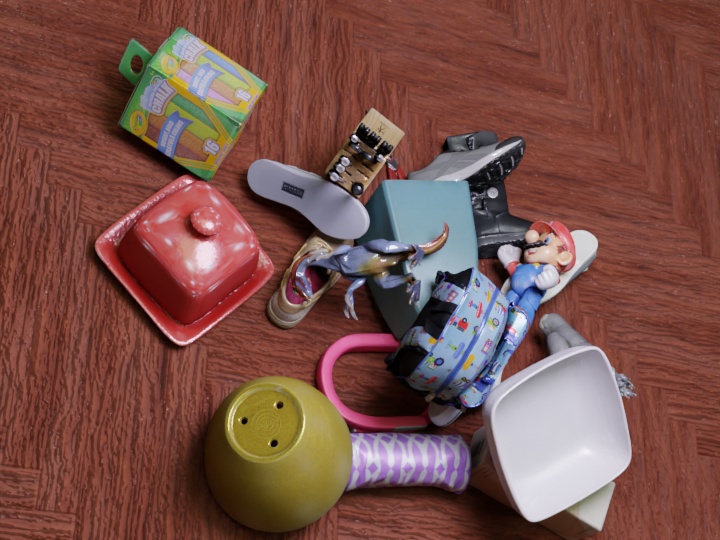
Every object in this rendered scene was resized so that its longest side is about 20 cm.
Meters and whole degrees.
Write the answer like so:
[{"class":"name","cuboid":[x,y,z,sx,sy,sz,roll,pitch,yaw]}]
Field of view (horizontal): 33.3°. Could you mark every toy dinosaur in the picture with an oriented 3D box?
[{"class":"toy dinosaur","cuboid":[0.000,0.000,1.650,0.199,0.180,0.106,-32,125,-51]}]

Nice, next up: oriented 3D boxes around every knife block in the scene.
[{"class":"knife block","cuboid":[-0.014,-0.140,1.727,0.064,0.200,0.176,37,50,-2]}]

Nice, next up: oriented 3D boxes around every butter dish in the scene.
[{"class":"butter dish","cuboid":[-0.224,-0.039,1.636,0.200,0.148,0.200,48,58,4]}]

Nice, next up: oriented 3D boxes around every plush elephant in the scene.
[{"class":"plush elephant","cuboid":[0.295,0.186,1.749,0.154,0.200,0.165,-37,108,-4]}]

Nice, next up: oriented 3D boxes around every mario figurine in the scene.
[{"class":"mario figurine","cuboid":[0.244,-0.004,1.779,0.122,0.107,0.201,22,56,21]}]

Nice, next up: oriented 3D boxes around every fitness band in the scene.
[{"class":"fitness band","cuboid":[0.032,0.161,1.717,0.197,0.037,0.145,3,63,-22]}]

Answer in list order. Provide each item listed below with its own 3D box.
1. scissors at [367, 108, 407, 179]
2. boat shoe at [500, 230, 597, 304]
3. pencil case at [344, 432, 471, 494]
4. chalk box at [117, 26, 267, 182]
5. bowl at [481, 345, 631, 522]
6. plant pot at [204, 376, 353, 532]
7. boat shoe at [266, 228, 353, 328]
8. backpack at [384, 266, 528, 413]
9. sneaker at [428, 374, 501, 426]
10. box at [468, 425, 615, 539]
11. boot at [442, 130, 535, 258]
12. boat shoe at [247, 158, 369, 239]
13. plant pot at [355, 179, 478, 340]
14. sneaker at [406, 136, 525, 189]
[{"class":"scissors","cuboid":[0.055,-0.165,1.890,0.072,0.014,0.202,-1,66,-21]},{"class":"boat shoe","cuboid":[0.292,0.014,1.870,0.199,0.062,0.073,-36,61,-25]},{"class":"pencil case","cuboid":[0.054,0.267,1.651,0.197,0.084,0.087,3,101,-19]},{"class":"chalk box","cuboid":[-0.257,-0.249,1.717,0.199,0.125,0.124,31,40,-6]},{"class":"bowl","cuboid":[0.253,0.210,1.615,0.198,0.074,0.202,-25,109,-20]},{"class":"plant pot","cuboid":[-0.113,0.215,1.529,0.197,0.142,0.203,-2,65,4]},{"class":"boat shoe","cuboid":[-0.061,-0.005,1.733,0.073,0.069,0.201,34,59,-4]},{"class":"backpack","cuboid":[0.131,0.089,1.562,0.134,0.200,0.184,33,83,-2]},{"class":"sneaker","cuboid":[0.165,0.164,1.730,0.071,0.073,0.200,52,46,-13]},{"class":"box","cuboid":[0.249,0.298,1.708,0.198,0.095,0.078,30,61,-6]},{"class":"boot","cuboid":[0.224,-0.124,1.914,0.163,0.066,0.202,-1,63,-25]},{"class":"boat shoe","cuboid":[-0.068,-0.110,1.754,0.199,0.074,0.065,32,17,13]},{"class":"plant pot","cuboid":[0.088,-0.008,1.750,0.139,0.141,0.202,-1,66,-22]},{"class":"sneaker","cuboid":[0.160,-0.161,1.846,0.198,0.074,0.080,-26,63,1]}]
